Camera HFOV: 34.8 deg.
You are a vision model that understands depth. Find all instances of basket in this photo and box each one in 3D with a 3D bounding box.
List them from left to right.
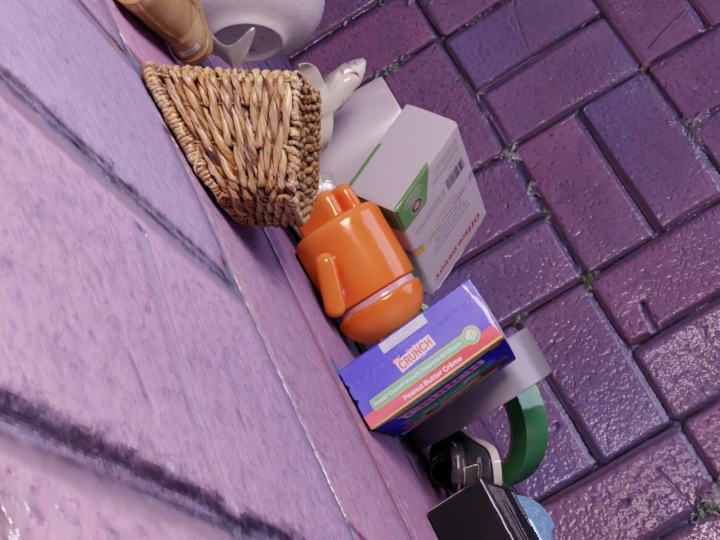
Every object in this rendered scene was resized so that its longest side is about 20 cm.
[{"bbox_3d":[-0.119,-0.114,1.094,0.200,0.147,0.145,-51,144,-85],"label":"basket"}]

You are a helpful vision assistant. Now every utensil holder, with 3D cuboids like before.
[{"bbox_3d":[-0.016,-0.149,1.598,0.171,0.198,0.170,60,5,-8],"label":"utensil holder"}]

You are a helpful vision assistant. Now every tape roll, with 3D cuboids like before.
[{"bbox_3d":[0.142,0.150,1.457,0.067,0.199,0.200,60,4,6],"label":"tape roll"},{"bbox_3d":[0.175,0.209,1.624,0.048,0.201,0.202,-12,65,-39],"label":"tape roll"}]

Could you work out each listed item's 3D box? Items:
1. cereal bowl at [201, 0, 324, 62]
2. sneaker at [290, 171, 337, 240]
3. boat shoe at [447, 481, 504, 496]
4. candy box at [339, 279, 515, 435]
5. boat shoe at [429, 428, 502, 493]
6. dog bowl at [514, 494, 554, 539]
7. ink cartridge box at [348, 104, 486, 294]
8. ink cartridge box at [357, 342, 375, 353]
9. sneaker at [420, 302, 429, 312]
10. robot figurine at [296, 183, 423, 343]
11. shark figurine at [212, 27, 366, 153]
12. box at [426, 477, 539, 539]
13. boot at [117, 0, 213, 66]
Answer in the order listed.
[{"bbox_3d":[-0.140,-0.316,1.414,0.200,0.197,0.084,50,34,-66],"label":"cereal bowl"},{"bbox_3d":[-0.024,-0.047,1.489,0.201,0.099,0.078,56,6,-47],"label":"sneaker"},{"bbox_3d":[0.160,0.301,1.504,0.073,0.072,0.200,59,3,-5],"label":"boat shoe"},{"bbox_3d":[0.079,0.102,1.254,0.077,0.168,0.200,57,4,16],"label":"candy box"},{"bbox_3d":[0.114,0.238,1.426,0.200,0.067,0.073,169,-89,-78],"label":"boat shoe"},{"bbox_3d":[0.193,0.359,1.338,0.049,0.111,0.201,22,36,-60],"label":"dog bowl"},{"bbox_3d":[0.077,-0.088,1.481,0.083,0.145,0.201,24,-21,30],"label":"ink cartridge box"},{"bbox_3d":[0.048,0.091,1.533,0.148,0.082,0.200,61,4,5],"label":"ink cartridge box"},{"bbox_3d":[0.036,0.049,1.665,0.200,0.074,0.084,44,47,-4],"label":"sneaker"},{"bbox_3d":[-0.001,0.001,1.361,0.201,0.116,0.144,59,-2,2],"label":"robot figurine"},{"bbox_3d":[-0.102,-0.221,1.410,0.212,0.130,0.089,8,11,-37],"label":"shark figurine"},{"bbox_3d":[0.166,0.337,1.246,0.201,0.078,0.141,62,14,24],"label":"box"},{"bbox_3d":[-0.223,-0.317,1.196,0.176,0.066,0.200,61,6,14],"label":"boot"}]
